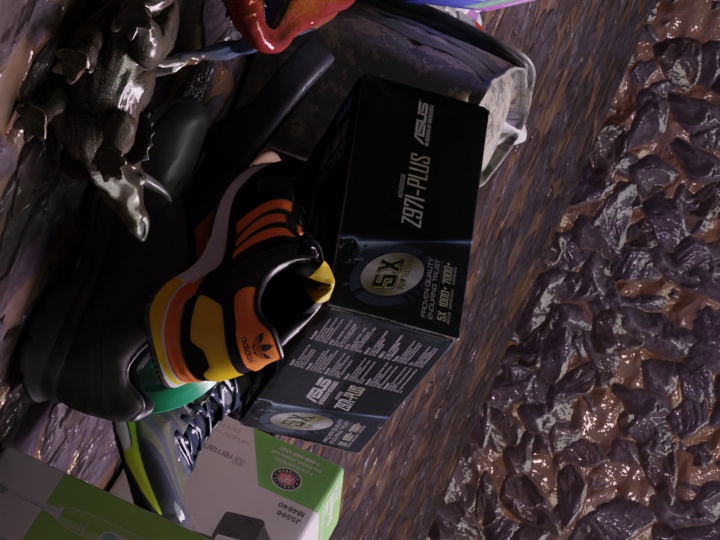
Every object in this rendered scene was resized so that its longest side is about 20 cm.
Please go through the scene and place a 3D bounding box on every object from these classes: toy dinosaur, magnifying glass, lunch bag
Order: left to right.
[{"bbox_3d":[-0.129,-0.110,1.254,0.102,0.077,0.200,-72,176,-70],"label":"toy dinosaur"},{"bbox_3d":[-0.113,0.017,1.483,0.200,0.079,0.022,-86,156,-54],"label":"magnifying glass"},{"bbox_3d":[-0.037,-0.169,1.353,0.182,0.200,0.105,-115,-157,-62],"label":"toy dinosaur"},{"bbox_3d":[0.026,-0.128,1.662,0.118,0.164,0.200,-69,169,17],"label":"lunch bag"}]

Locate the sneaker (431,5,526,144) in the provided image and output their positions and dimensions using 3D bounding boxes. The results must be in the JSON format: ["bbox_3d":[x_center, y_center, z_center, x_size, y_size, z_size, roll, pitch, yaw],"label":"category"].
[{"bbox_3d":[0.055,-0.157,1.825,0.200,0.082,0.077,45,24,-38],"label":"sneaker"}]

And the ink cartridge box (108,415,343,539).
[{"bbox_3d":[-0.120,0.209,1.706,0.084,0.145,0.200,98,18,-53],"label":"ink cartridge box"}]

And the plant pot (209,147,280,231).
[{"bbox_3d":[-0.079,0.017,1.656,0.201,0.093,0.201,23,90,-80],"label":"plant pot"}]

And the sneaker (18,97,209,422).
[{"bbox_3d":[-0.124,-0.003,1.399,0.076,0.091,0.200,22,90,-77],"label":"sneaker"}]

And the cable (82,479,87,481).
[{"bbox_3d":[-0.222,0.229,1.599,0.200,0.050,0.097,-58,-170,20],"label":"cable"}]

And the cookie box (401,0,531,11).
[{"bbox_3d":[0.095,-0.282,1.583,0.171,0.075,0.200,-178,-87,-68],"label":"cookie box"}]

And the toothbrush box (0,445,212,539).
[{"bbox_3d":[-0.157,0.217,1.399,0.086,0.200,0.146,98,18,-57],"label":"toothbrush box"}]

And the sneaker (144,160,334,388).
[{"bbox_3d":[-0.047,0.001,1.369,0.200,0.090,0.070,-57,138,-51],"label":"sneaker"}]

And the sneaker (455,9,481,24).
[{"bbox_3d":[0.042,-0.178,1.878,0.140,0.078,0.200,-55,159,-30],"label":"sneaker"}]

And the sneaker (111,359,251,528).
[{"bbox_3d":[-0.110,0.078,1.484,0.074,0.081,0.200,79,6,-48],"label":"sneaker"}]

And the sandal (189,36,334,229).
[{"bbox_3d":[-0.088,-0.075,1.458,0.200,0.043,0.076,-49,-179,28],"label":"sandal"}]

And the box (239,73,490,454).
[{"bbox_3d":[0.000,0.000,1.489,0.200,0.086,0.164,127,-25,-60],"label":"box"}]

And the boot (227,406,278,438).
[{"bbox_3d":[-0.087,0.127,1.918,0.200,0.070,0.132,-61,174,-9],"label":"boot"}]
